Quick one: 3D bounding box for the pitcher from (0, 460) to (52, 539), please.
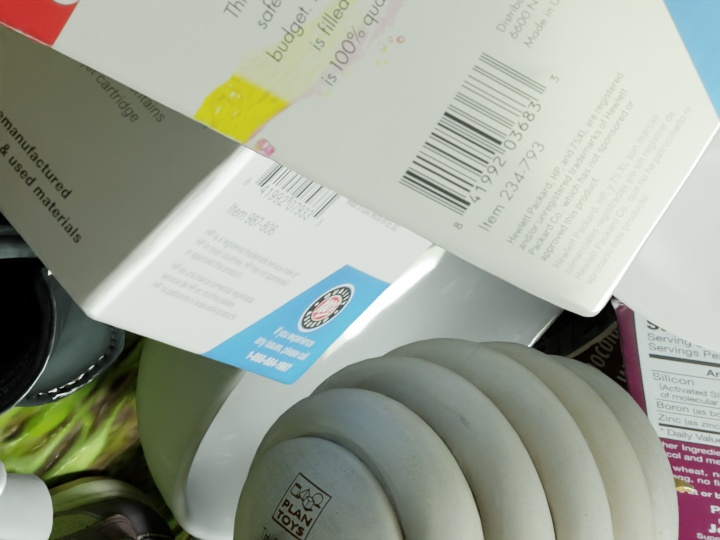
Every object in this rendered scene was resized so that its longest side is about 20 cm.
[{"bbox_3d":[-0.134,0.057,0.546,0.171,0.122,0.200,-12,172,-24],"label":"pitcher"}]

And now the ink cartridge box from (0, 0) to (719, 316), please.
[{"bbox_3d":[-0.008,-0.088,0.536,0.200,0.067,0.116,27,105,-21],"label":"ink cartridge box"}]

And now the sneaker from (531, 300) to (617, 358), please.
[{"bbox_3d":[0.101,-0.023,0.974,0.200,0.074,0.079,-41,165,-4],"label":"sneaker"}]

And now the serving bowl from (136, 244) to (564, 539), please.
[{"bbox_3d":[0.000,0.000,0.841,0.200,0.066,0.200,-36,159,-17],"label":"serving bowl"}]

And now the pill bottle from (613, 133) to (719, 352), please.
[{"bbox_3d":[0.142,-0.079,0.782,0.200,0.113,0.113,-61,175,-38],"label":"pill bottle"}]

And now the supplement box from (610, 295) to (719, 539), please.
[{"bbox_3d":[0.160,0.038,0.886,0.200,0.103,0.131,76,28,-44],"label":"supplement box"}]

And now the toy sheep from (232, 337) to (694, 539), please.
[{"bbox_3d":[0.025,0.087,0.786,0.200,0.138,0.138,-10,143,-46],"label":"toy sheep"}]

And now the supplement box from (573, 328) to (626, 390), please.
[{"bbox_3d":[0.125,0.125,1.039,0.197,0.200,0.133,-58,174,-40],"label":"supplement box"}]

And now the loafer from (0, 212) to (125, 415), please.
[{"bbox_3d":[-0.109,0.012,0.659,0.068,0.070,0.201,-43,160,4],"label":"loafer"}]

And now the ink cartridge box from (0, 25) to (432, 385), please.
[{"bbox_3d":[0.003,-0.074,0.668,0.200,0.084,0.145,-44,160,7],"label":"ink cartridge box"}]

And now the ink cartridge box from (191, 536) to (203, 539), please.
[{"bbox_3d":[0.023,0.153,0.939,0.109,0.200,0.050,115,-1,-48],"label":"ink cartridge box"}]

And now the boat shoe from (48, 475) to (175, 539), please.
[{"bbox_3d":[-0.108,0.114,0.870,0.072,0.065,0.200,-48,163,6],"label":"boat shoe"}]
